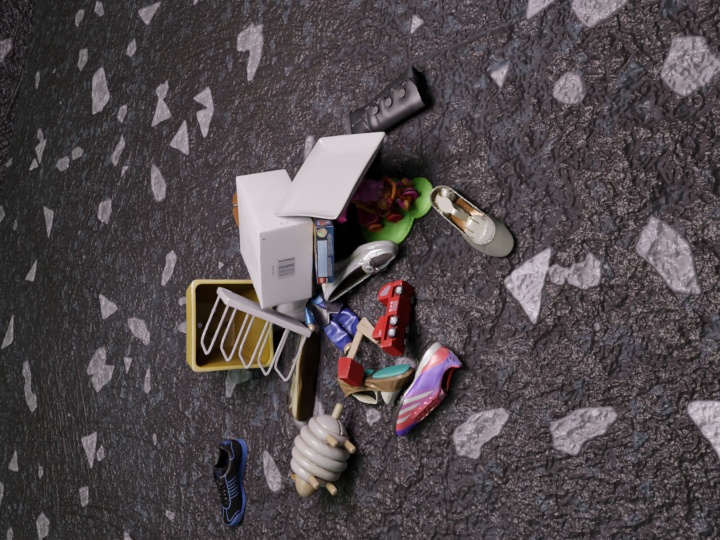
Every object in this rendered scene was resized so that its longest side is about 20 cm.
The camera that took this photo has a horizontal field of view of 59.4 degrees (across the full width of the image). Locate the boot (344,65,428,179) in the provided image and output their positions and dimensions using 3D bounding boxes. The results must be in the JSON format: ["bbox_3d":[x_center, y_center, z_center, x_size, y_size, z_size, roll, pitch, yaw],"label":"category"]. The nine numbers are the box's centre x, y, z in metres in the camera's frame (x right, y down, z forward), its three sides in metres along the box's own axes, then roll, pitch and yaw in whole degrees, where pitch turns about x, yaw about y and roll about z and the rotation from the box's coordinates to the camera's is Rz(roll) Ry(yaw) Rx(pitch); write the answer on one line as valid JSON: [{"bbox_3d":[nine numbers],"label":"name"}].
[{"bbox_3d":[0.063,-0.310,1.337,0.196,0.065,0.170,-25,71,29],"label":"boot"}]

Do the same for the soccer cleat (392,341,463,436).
[{"bbox_3d":[0.125,0.240,1.207,0.072,0.068,0.205,31,102,29],"label":"soccer cleat"}]

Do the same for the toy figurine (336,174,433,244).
[{"bbox_3d":[0.024,-0.139,1.263,0.196,0.182,0.155,-22,71,33],"label":"toy figurine"}]

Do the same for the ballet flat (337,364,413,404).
[{"bbox_3d":[0.034,0.235,1.286,0.196,0.067,0.075,-11,97,37],"label":"ballet flat"}]

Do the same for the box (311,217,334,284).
[{"bbox_3d":[-0.083,-0.092,1.322,0.203,0.036,0.140,-102,10,-51],"label":"box"}]

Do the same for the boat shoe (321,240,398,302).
[{"bbox_3d":[-0.001,0.000,1.324,0.198,0.074,0.067,-26,62,25],"label":"boat shoe"}]

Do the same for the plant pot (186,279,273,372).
[{"bbox_3d":[-0.329,0.128,1.507,0.198,0.189,0.203,-8,82,62],"label":"plant pot"}]

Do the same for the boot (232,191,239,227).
[{"bbox_3d":[-0.260,-0.131,1.560,0.152,0.076,0.207,-17,73,36],"label":"boot"}]

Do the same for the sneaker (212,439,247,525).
[{"bbox_3d":[-0.323,0.513,1.522,0.069,0.077,0.208,-4,81,37],"label":"sneaker"}]

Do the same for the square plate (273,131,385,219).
[{"bbox_3d":[-0.058,-0.176,1.208,0.197,0.028,0.202,7,62,47],"label":"square plate"}]

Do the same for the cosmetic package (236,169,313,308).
[{"bbox_3d":[-0.184,-0.070,1.350,0.202,0.119,0.204,-122,28,-43],"label":"cosmetic package"}]

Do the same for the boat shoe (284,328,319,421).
[{"bbox_3d":[-0.139,0.230,1.415,0.063,0.072,0.207,5,86,35],"label":"boat shoe"}]

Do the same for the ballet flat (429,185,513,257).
[{"bbox_3d":[0.202,-0.093,1.188,0.200,0.063,0.068,45,111,34],"label":"ballet flat"}]

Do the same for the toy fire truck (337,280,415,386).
[{"bbox_3d":[0.032,0.125,1.267,0.138,0.048,0.205,-14,53,39],"label":"toy fire truck"}]

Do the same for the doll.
[{"bbox_3d":[-0.062,0.088,1.379,0.137,0.048,0.200,-49,61,3],"label":"doll"}]

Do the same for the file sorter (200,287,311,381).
[{"bbox_3d":[-0.229,0.140,1.362,0.128,0.196,0.138,-67,22,0],"label":"file sorter"}]

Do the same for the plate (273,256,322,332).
[{"bbox_3d":[-0.173,0.027,1.497,0.196,0.032,0.206,-20,71,35],"label":"plate"}]

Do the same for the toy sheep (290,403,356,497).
[{"bbox_3d":[-0.078,0.375,1.313,0.136,0.137,0.204,26,86,37],"label":"toy sheep"}]
